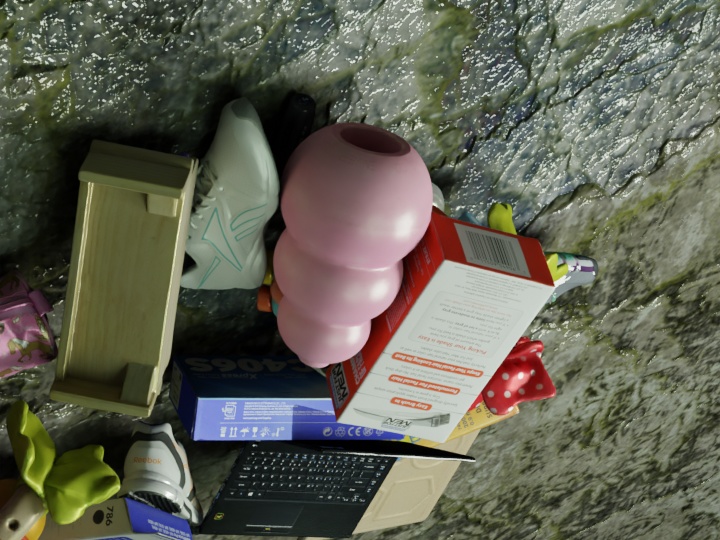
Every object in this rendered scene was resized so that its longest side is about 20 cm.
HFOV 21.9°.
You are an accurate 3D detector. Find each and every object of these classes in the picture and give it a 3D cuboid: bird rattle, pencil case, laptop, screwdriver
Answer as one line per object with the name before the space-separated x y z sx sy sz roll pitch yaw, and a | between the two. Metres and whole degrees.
bird rattle | 0.097 0.039 1.665 0.162 0.113 0.201 -1 123 -22
pencil case | -0.334 0.068 1.440 0.199 0.086 0.083 -23 115 -17
laptop | -0.023 0.207 1.715 0.176 0.104 0.201 8 125 -34
bird rattle | -0.299 0.221 1.586 0.201 0.112 0.163 -58 -173 -11
screwdriver | -0.068 -0.067 1.547 0.029 0.028 0.201 -45 161 -41

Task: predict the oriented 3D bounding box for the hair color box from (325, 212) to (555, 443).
hair color box | 0.064 0.051 1.560 0.110 0.064 0.201 13 128 -26

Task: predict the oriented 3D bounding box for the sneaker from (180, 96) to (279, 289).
sneaker | -0.113 -0.052 1.488 0.080 0.071 0.201 -10 138 -19

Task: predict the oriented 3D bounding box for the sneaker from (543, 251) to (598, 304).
sneaker | 0.139 0.026 1.769 0.199 0.074 0.088 -2 93 -29

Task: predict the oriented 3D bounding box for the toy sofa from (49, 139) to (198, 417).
toy sofa | -0.183 0.003 1.437 0.082 0.098 0.201 10 112 -1

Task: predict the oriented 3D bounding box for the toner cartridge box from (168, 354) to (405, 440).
toner cartridge box | -0.064 0.113 1.661 0.199 0.095 0.043 2 111 -20

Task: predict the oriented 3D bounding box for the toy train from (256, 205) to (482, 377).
toy train | 0.000 0.000 1.579 0.200 0.150 0.056 -42 -178 16

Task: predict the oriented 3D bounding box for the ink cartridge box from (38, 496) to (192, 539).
ink cartridge box | -0.233 0.239 1.685 0.199 0.040 0.099 -8 157 29

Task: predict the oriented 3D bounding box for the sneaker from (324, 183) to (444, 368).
sneaker | 0.015 0.012 1.651 0.072 0.085 0.200 23 118 -30

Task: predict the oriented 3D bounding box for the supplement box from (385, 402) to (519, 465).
supplement box | 0.051 0.141 1.822 0.199 0.069 0.067 -22 105 3

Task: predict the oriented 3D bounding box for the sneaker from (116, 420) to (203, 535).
sneaker | -0.182 0.198 1.739 0.073 0.081 0.200 3 159 -1

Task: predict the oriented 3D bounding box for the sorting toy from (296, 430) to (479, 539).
sorting toy | 0.033 0.212 1.977 0.199 0.037 0.186 -9 139 -39

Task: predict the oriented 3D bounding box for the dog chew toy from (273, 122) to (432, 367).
dog chew toy | -0.016 -0.015 1.497 0.124 0.124 0.201 -4 120 -37
